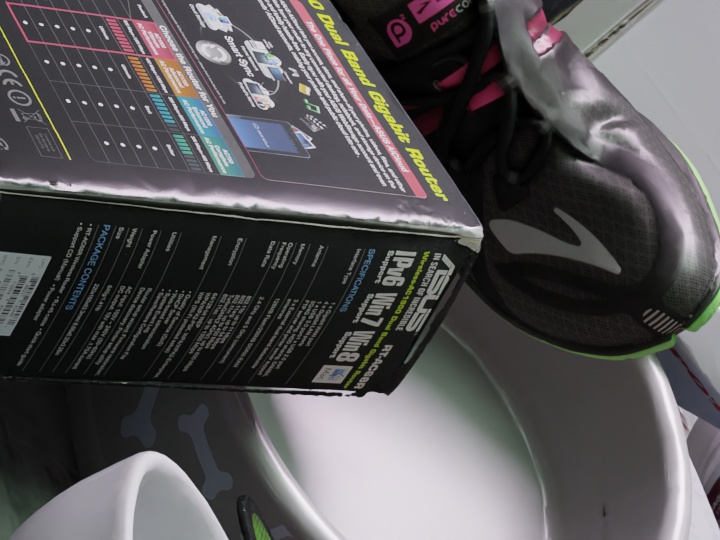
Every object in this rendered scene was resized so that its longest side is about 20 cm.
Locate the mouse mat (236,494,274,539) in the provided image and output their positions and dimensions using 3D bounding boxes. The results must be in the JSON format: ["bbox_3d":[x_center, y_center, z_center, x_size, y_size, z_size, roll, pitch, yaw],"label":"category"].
[{"bbox_3d":[0.008,0.170,0.666,0.161,0.007,0.201,67,8,-45],"label":"mouse mat"}]

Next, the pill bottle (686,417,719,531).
[{"bbox_3d":[0.194,0.124,1.097,0.114,0.114,0.200,46,12,-25],"label":"pill bottle"}]

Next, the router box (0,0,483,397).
[{"bbox_3d":[-0.078,-0.057,0.739,0.149,0.062,0.200,5,39,-36],"label":"router box"}]

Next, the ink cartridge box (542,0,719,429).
[{"bbox_3d":[0.097,-0.030,0.949,0.146,0.083,0.200,52,-5,-14],"label":"ink cartridge box"}]

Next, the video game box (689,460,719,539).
[{"bbox_3d":[0.049,0.019,1.054,0.200,0.047,0.183,32,34,-48],"label":"video game box"}]

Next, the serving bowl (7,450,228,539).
[{"bbox_3d":[-0.044,0.143,0.594,0.200,0.065,0.201,-18,90,-84],"label":"serving bowl"}]

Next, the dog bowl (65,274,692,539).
[{"bbox_3d":[0.013,0.045,0.821,0.199,0.059,0.201,23,47,-27],"label":"dog bowl"}]

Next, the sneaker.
[{"bbox_3d":[0.027,-0.056,0.795,0.200,0.077,0.084,52,8,16],"label":"sneaker"}]
